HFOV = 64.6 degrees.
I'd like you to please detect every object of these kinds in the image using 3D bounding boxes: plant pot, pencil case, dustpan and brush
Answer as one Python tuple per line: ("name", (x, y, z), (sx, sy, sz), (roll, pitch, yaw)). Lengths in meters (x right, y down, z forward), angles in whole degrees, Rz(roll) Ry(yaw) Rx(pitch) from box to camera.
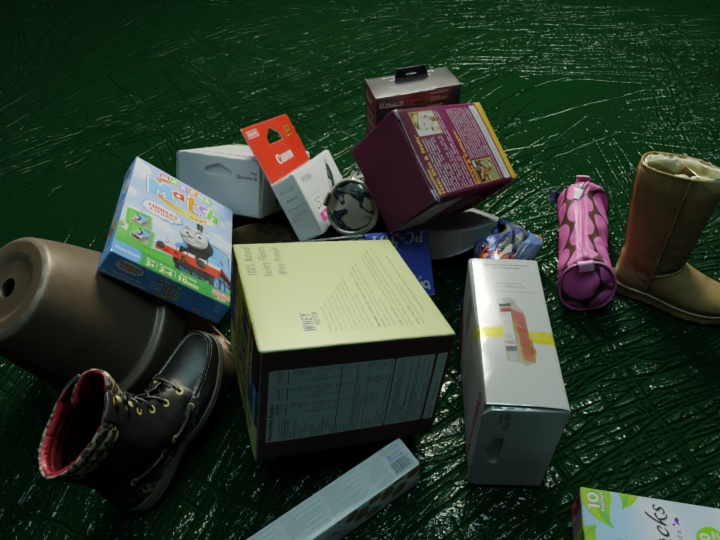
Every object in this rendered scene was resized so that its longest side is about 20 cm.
("plant pot", (-0.330, 0.048, 0.650), (0.196, 0.175, 0.205), (-9, 64, 20))
("pencil case", (0.318, -0.043, 0.814), (0.088, 0.095, 0.202), (5, 44, 12))
("pencil case", (0.003, -0.111, 0.866), (0.087, 0.080, 0.200), (14, 18, 8))
("dustpan and brush", (0.098, -0.042, 0.864), (0.197, 0.059, 0.139), (-23, 32, -31))

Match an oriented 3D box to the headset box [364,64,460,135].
("headset box", (0.087, -0.244, 0.965), (0.145, 0.203, 0.076), (-12, 43, -8))

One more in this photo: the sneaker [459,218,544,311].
("sneaker", (0.181, -0.004, 0.785), (0.078, 0.076, 0.200), (39, 45, 8))

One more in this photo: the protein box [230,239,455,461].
("protein box", (-0.035, 0.074, 0.633), (0.195, 0.138, 0.199), (-3, 31, -20))

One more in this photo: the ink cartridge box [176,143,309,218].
("ink cartridge box", (-0.181, -0.150, 0.912), (0.142, 0.090, 0.200), (9, 15, 13))

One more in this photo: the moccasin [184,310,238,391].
("moccasin", (-0.219, 0.075, 0.743), (0.200, 0.075, 0.077), (34, 33, 33))

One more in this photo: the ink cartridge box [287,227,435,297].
("ink cartridge box", (0.000, 0.000, 0.793), (0.195, 0.044, 0.097), (-6, 81, -3))

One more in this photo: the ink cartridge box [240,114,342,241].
("ink cartridge box", (-0.087, -0.155, 0.863), (0.043, 0.176, 0.200), (-22, 15, 19))

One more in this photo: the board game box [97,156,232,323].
("board game box", (-0.233, -0.043, 0.715), (0.150, 0.037, 0.202), (30, 28, -31))

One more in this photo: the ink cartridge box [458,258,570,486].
("ink cartridge box", (0.158, 0.109, 0.626), (0.081, 0.147, 0.203), (2, 43, 4))

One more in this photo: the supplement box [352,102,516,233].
("supplement box", (0.107, -0.147, 0.796), (0.198, 0.103, 0.133), (-18, 80, -43))

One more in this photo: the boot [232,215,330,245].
("boot", (-0.139, -0.050, 0.868), (0.195, 0.077, 0.074), (-15, 39, -16))

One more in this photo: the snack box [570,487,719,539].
("snack box", (0.295, 0.283, 0.497), (0.195, 0.054, 0.144), (6, 43, 10))

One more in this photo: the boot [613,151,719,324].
("boot", (0.417, -0.035, 0.718), (0.171, 0.203, 0.067), (15, 45, 20))

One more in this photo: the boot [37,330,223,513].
("boot", (-0.224, 0.136, 0.583), (0.072, 0.151, 0.203), (16, 68, 23))

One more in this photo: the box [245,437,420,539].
("box", (-0.027, 0.243, 0.573), (0.197, 0.039, 0.041), (-28, 46, -24))
